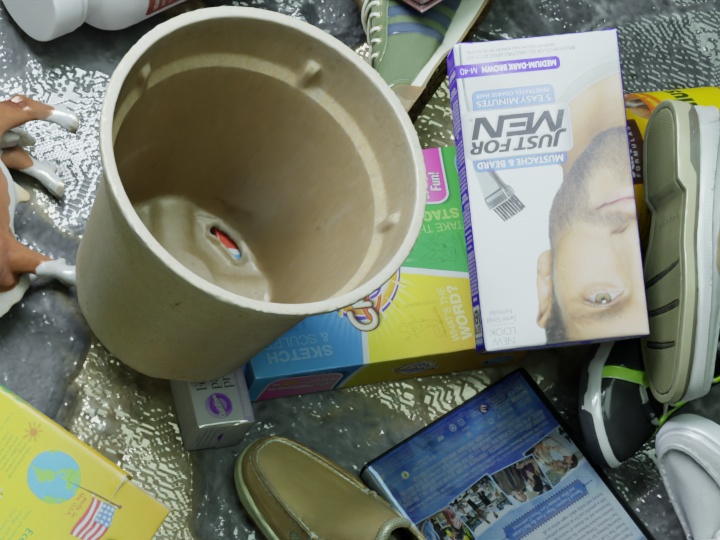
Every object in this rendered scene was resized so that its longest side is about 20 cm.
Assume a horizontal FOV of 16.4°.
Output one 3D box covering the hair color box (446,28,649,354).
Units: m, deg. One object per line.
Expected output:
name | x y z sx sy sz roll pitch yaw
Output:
hair color box | 0.120 -0.050 1.612 0.109 0.065 0.200 -6 88 -3

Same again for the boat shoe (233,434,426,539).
boat shoe | 0.008 0.169 1.553 0.200 0.076 0.072 40 59 5

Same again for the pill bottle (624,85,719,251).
pill bottle | 0.193 -0.068 1.715 0.200 0.109 0.109 -7 66 -21

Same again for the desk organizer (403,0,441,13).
desk organizer | 0.000 -0.268 1.729 0.072 0.077 0.200 -33 53 -29

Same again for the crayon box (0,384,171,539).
crayon box | -0.227 0.136 1.481 0.200 0.051 0.127 35 85 2

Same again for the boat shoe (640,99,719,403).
boat shoe | 0.225 -0.011 1.622 0.068 0.075 0.200 7 80 -19

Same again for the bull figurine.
bull figurine | -0.238 -0.026 1.581 0.121 0.065 0.200 4 69 -24

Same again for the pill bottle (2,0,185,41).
pill bottle | -0.147 -0.231 1.686 0.200 0.112 0.112 -29 75 -28

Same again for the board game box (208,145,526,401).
board game box | 0.000 0.000 1.657 0.200 0.040 0.153 -8 67 -21

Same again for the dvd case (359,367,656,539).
dvd case | 0.112 0.174 1.618 0.143 0.018 0.200 -30 75 -29

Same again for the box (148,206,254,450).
box | -0.112 0.017 1.613 0.039 0.041 0.200 -6 65 -21

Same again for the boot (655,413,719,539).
boot | 0.239 0.194 1.600 0.096 0.074 0.200 -35 89 -41

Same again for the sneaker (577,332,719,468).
sneaker | 0.217 0.051 1.664 0.200 0.083 0.072 -54 132 -32

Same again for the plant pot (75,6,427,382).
plant pot | -0.087 -0.027 1.506 0.200 0.184 0.201 11 61 -19

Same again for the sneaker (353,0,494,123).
sneaker | 0.026 -0.169 1.741 0.090 0.067 0.200 30 54 4
